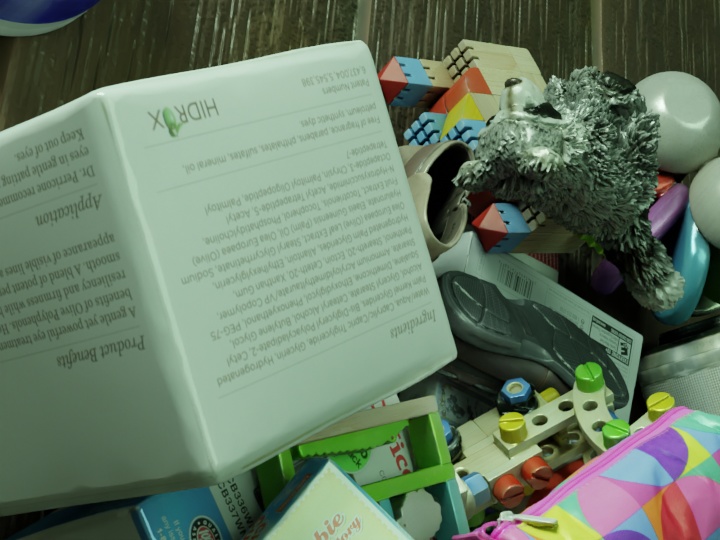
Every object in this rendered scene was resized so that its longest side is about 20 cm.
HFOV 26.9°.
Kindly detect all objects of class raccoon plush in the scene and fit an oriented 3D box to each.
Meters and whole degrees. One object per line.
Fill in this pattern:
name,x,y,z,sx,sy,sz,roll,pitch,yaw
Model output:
raccoon plush,0.147,-0.039,0.958,0.201,0.096,0.134,52,41,-7

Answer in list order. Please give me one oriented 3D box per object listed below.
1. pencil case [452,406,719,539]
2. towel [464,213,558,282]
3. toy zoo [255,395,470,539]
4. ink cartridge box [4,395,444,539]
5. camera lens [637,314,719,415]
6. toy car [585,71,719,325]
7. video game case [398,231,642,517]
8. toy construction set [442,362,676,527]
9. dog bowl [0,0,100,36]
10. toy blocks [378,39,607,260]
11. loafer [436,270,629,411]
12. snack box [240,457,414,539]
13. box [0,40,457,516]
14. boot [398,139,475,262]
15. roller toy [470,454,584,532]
pencil case,0.138,0.142,0.823,0.199,0.088,0.089,-22,90,-39
towel,0.106,-0.017,1.167,0.143,0.023,0.203,24,59,-40
toy zoo,0.016,0.173,0.779,0.130,0.020,0.203,-6,80,-47
ink cartridge box,-0.065,0.164,0.824,0.199,0.145,0.148,-28,94,-48
camera lens,0.322,0.133,1.220,0.159,0.159,0.203,-10,81,-47
toy car,0.231,-0.043,1.193,0.149,0.175,0.201,-31,75,-23
video game case,0.115,0.097,1.088,0.199,0.045,0.184,29,65,-34
toy construction set,0.106,0.126,0.942,0.198,0.131,0.093,-14,123,-24
dog bowl,-0.211,-0.248,0.898,0.199,0.078,0.203,20,60,-39
toy blocks,0.093,-0.089,1.071,0.136,0.100,0.202,-1,58,-45
loafer,0.104,0.059,1.027,0.199,0.063,0.072,27,35,-39
snack box,-0.042,0.200,0.692,0.116,0.037,0.200,45,72,-10
box,-0.097,0.004,0.737,0.199,0.197,0.174,-20,94,-51
boot,0.000,0.000,0.958,0.070,0.145,0.202,38,50,-27
roller toy,0.183,0.218,0.984,0.181,0.200,0.141,-24,126,-18
